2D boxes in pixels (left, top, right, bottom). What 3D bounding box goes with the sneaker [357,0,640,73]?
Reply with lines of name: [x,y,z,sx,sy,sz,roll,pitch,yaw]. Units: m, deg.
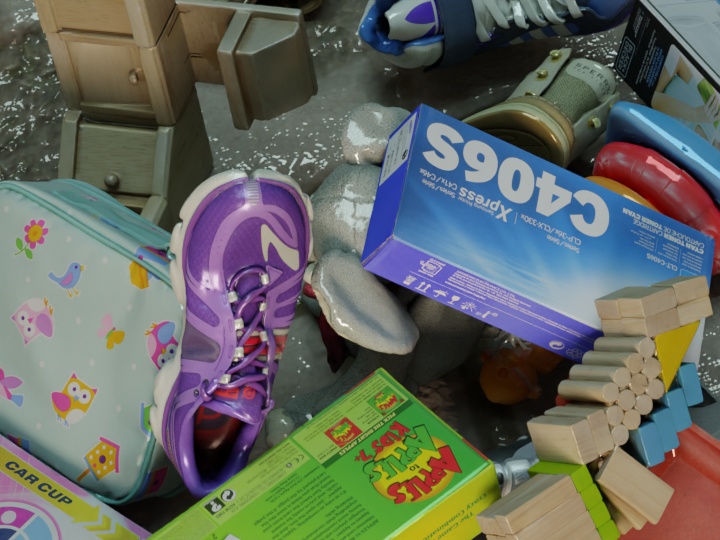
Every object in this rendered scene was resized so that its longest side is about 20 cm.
sneaker: [0.089,-0.176,1.737,0.146,0.081,0.200,-25,13,-38]

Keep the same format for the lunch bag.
lunch bag: [-0.158,0.038,1.583,0.200,0.161,0.077,30,15,31]

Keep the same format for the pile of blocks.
pile of blocks: [0.131,0.091,1.442,0.200,0.082,0.062,-57,23,-16]

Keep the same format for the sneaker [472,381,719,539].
sneaker: [0.134,0.104,1.538,0.199,0.075,0.116,-1,42,-5]

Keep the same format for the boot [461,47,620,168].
boot: [0.109,-0.087,1.641,0.072,0.200,0.155,47,61,2]

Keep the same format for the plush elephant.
plush elephant: [0.000,0.000,1.555,0.199,0.155,0.165,-13,43,34]

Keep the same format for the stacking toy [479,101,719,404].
stacking toy: [0.144,0.008,1.609,0.116,0.110,0.200,38,74,16]

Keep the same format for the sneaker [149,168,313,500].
sneaker: [-0.064,0.038,1.449,0.080,0.201,0.084,1,29,-16]

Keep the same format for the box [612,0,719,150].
box: [0.264,-0.102,1.680,0.116,0.060,0.200,-7,42,-28]

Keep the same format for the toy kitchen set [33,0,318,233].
toy kitchen set: [-0.131,-0.079,1.656,0.163,0.200,0.181,7,49,17]

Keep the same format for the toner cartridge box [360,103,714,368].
toner cartridge box: [0.104,-0.010,1.503,0.199,0.043,0.095,23,57,-17]

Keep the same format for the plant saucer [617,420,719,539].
plant saucer: [0.177,0.204,1.414,0.199,0.037,0.200,36,84,35]

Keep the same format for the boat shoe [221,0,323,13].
boat shoe: [-0.052,-0.213,1.869,0.202,0.075,0.075,-38,76,-25]

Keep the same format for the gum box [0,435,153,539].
gum box: [-0.191,0.182,1.516,0.200,0.066,0.113,29,60,30]

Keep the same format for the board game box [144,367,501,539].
board game box: [-0.031,0.149,1.436,0.200,0.048,0.102,-35,50,-19]
